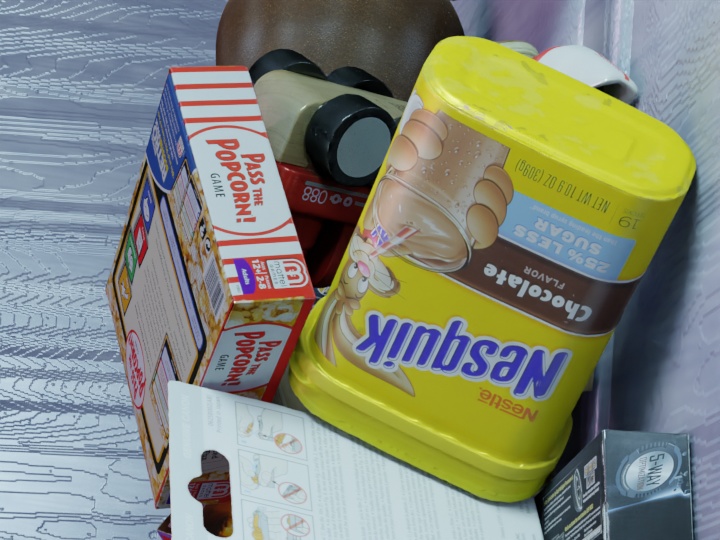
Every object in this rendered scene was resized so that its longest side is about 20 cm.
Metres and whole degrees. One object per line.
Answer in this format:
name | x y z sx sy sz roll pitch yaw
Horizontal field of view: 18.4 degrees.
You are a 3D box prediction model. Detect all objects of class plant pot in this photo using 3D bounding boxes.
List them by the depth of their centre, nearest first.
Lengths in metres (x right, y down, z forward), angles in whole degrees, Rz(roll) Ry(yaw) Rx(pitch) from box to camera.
plant pot | -0.021 -0.103 1.558 0.200 0.187 0.187 -83 1 -56

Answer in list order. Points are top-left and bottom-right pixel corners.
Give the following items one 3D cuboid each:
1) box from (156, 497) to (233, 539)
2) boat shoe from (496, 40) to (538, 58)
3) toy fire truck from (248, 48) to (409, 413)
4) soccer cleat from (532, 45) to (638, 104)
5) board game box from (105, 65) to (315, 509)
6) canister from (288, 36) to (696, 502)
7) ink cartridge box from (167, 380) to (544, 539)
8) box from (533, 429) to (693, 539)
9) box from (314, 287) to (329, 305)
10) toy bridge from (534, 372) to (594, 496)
box | -0.004 0.104 1.265 0.200 0.137 0.039 -49 -50 -27
boat shoe | 0.081 -0.054 1.375 0.200 0.072 0.065 102 156 -46
toy fire truck | 0.000 0.000 1.255 0.129 0.176 0.200 38 110 47
soccer cleat | 0.096 -0.023 1.197 0.085 0.069 0.200 26 99 61
board game box | -0.086 0.012 1.193 0.200 0.046 0.152 115 145 -51
canister | 0.063 0.000 1.103 0.200 0.148 0.087 -67 -5 35
ink cartridge box | -0.003 0.139 1.096 0.163 0.200 0.057 -98 22 -54
box | 0.117 0.181 1.107 0.200 0.043 0.161 115 157 -68
box | 0.015 0.052 1.483 0.137 0.038 0.200 -51 -34 -39
toy bridge | 0.105 0.134 1.262 0.067 0.027 0.200 -120 34 -77
